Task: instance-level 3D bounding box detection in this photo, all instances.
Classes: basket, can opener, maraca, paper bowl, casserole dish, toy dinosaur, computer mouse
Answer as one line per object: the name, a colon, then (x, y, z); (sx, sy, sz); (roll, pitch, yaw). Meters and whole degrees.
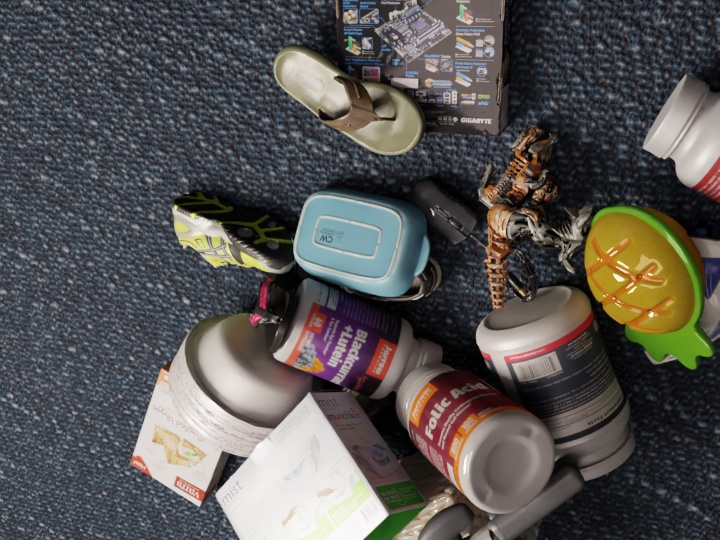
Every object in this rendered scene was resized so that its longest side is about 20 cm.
basket: (0.104, 0.337, 1.089); (0.199, 0.198, 0.161); (-29, 94, 28)
can opener: (0.153, 0.268, 0.931); (0.200, 0.053, 0.067); (-39, 91, 7)
maraca: (0.307, 0.019, 0.882); (0.137, 0.107, 0.201); (14, 134, 61)
paper bowl: (-0.143, 0.137, 1.097); (0.200, 0.201, 0.105); (37, 119, 4)
casserole dish: (-0.008, -0.039, 1.025); (0.199, 0.039, 0.122); (15, 90, 33)
toy dinosaur: (0.194, -0.057, 0.952); (0.135, 0.102, 0.201); (19, 114, 17)
computer mouse: (0.134, -0.037, 0.993); (0.200, 0.034, 0.059); (42, 104, 15)

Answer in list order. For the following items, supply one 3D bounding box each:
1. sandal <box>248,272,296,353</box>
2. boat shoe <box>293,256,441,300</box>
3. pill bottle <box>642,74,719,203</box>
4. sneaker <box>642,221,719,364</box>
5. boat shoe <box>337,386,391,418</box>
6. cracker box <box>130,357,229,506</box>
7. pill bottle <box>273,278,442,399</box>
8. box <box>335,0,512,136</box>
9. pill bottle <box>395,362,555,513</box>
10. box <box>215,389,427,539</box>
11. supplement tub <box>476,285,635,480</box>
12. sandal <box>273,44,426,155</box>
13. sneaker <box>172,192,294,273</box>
sandal: (-0.119, 0.042, 1.054); (0.045, 0.200, 0.075); (22, 106, -18)
boat shoe: (0.000, 0.000, 1.066); (0.199, 0.068, 0.072); (8, 114, 20)
pill bottle: (0.398, -0.115, 0.841); (0.199, 0.112, 0.113); (30, 118, 7)
sneaker: (0.388, 0.012, 0.923); (0.199, 0.080, 0.116); (-46, 66, 43)
boat shoe: (-0.033, 0.219, 1.161); (0.073, 0.075, 0.200); (44, 120, 0)
cracker box: (-0.261, 0.245, 1.267); (0.133, 0.058, 0.201); (28, 118, 9)
pill bottle: (-0.001, 0.097, 1.063); (0.199, 0.112, 0.112); (23, 118, -10)
box: (0.070, -0.259, 0.945); (0.199, 0.050, 0.200); (6, 112, 20)
pill bottle: (0.122, 0.181, 0.950); (0.113, 0.200, 0.115); (-5, 104, -21)
box: (-0.054, 0.277, 1.005); (0.200, 0.096, 0.177); (-49, 60, 19)
supplement tub: (0.234, 0.132, 0.986); (0.140, 0.140, 0.201); (-18, 103, 26)
sandal: (-0.020, -0.190, 0.952); (0.200, 0.057, 0.080); (28, 119, 10)
sneaker: (-0.167, -0.039, 1.110); (0.199, 0.075, 0.077); (27, 129, 28)
